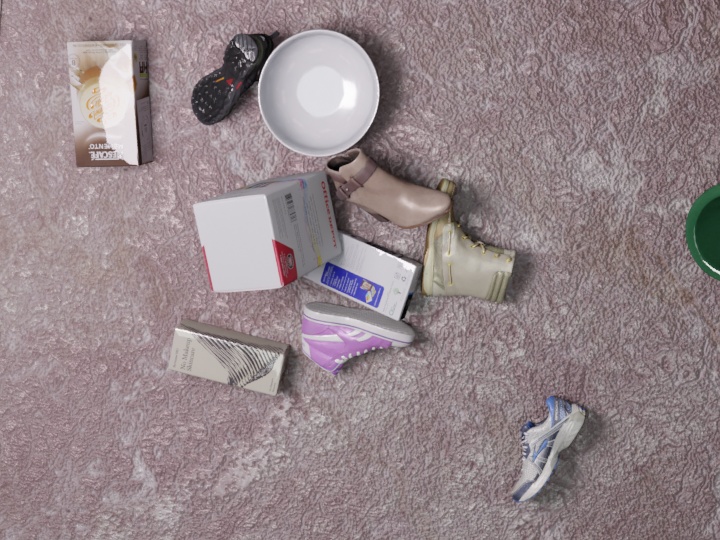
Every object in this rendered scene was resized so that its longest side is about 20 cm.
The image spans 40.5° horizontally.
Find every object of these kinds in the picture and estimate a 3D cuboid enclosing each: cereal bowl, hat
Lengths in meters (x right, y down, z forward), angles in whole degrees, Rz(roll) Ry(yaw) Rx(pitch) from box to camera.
[{"bbox_3d":[-0.065,-0.290,1.591,0.196,0.083,0.204,0,104,2],"label":"cereal bowl"},{"bbox_3d":[0.665,-0.073,1.614,0.198,0.174,0.169,11,108,41],"label":"hat"}]

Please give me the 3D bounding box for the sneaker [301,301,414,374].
[{"bbox_3d":[-0.006,0.128,1.686,0.197,0.073,0.117,11,106,13],"label":"sneaker"}]

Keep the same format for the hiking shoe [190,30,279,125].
[{"bbox_3d":[-0.201,-0.312,1.602,0.200,0.100,0.076,-40,84,40],"label":"hiking shoe"}]

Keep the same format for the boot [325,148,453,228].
[{"bbox_3d":[0.037,-0.137,1.571,0.198,0.071,0.146,-6,139,45],"label":"boot"}]

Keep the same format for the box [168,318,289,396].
[{"bbox_3d":[-0.229,0.151,1.705,0.196,0.068,0.084,12,102,1],"label":"box"}]

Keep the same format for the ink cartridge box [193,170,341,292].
[{"bbox_3d":[-0.144,-0.065,1.572,0.142,0.199,0.148,-5,102,29],"label":"ink cartridge box"}]

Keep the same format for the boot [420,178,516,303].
[{"bbox_3d":[0.185,-0.047,1.630,0.151,0.072,0.204,8,107,4],"label":"boot"}]

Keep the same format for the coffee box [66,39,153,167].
[{"bbox_3d":[-0.414,-0.277,1.626,0.112,0.080,0.204,-1,101,5],"label":"coffee box"}]

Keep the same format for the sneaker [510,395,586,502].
[{"bbox_3d":[0.308,0.306,1.700,0.084,0.077,0.202,31,95,8],"label":"sneaker"}]

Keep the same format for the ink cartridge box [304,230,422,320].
[{"bbox_3d":[0.000,0.000,1.653,0.197,0.039,0.101,24,104,19],"label":"ink cartridge box"}]
